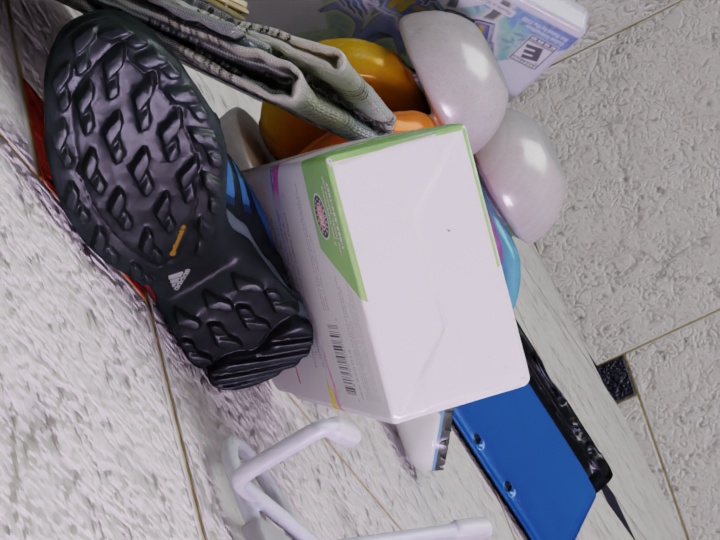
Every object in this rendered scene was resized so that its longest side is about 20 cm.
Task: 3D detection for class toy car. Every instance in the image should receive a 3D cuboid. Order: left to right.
[{"bbox_3d":[0.022,-0.028,1.122,0.200,0.174,0.150,52,14,-44],"label":"toy car"}]

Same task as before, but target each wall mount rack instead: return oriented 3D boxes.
[{"bbox_3d":[0.021,0.146,0.834,0.201,0.074,0.174,65,10,30],"label":"wall mount rack"}]

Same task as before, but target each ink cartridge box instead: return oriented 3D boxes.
[{"bbox_3d":[0.000,0.000,0.939,0.200,0.067,0.118,-177,-108,-73],"label":"ink cartridge box"}]

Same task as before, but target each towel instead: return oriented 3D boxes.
[{"bbox_3d":[-0.083,-0.116,0.957,0.192,0.035,0.200,26,3,11],"label":"towel"}]

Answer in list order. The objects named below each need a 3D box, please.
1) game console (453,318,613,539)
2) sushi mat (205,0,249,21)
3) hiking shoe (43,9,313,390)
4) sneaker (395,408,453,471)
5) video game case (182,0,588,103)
[{"bbox_3d":[0.097,0.117,1.609,0.201,0.118,0.170,57,-23,-15],"label":"game console"},{"bbox_3d":[-0.139,-0.170,0.935,0.200,0.012,0.096,22,14,-48],"label":"sushi mat"},{"bbox_3d":[-0.087,-0.036,0.883,0.087,0.074,0.201,-117,-177,-50],"label":"hiking shoe"},{"bbox_3d":[0.017,0.037,1.296,0.072,0.072,0.201,102,-22,-59],"label":"sneaker"},{"bbox_3d":[-0.003,-0.138,1.158,0.199,0.182,0.022,24,55,-19],"label":"video game case"}]
